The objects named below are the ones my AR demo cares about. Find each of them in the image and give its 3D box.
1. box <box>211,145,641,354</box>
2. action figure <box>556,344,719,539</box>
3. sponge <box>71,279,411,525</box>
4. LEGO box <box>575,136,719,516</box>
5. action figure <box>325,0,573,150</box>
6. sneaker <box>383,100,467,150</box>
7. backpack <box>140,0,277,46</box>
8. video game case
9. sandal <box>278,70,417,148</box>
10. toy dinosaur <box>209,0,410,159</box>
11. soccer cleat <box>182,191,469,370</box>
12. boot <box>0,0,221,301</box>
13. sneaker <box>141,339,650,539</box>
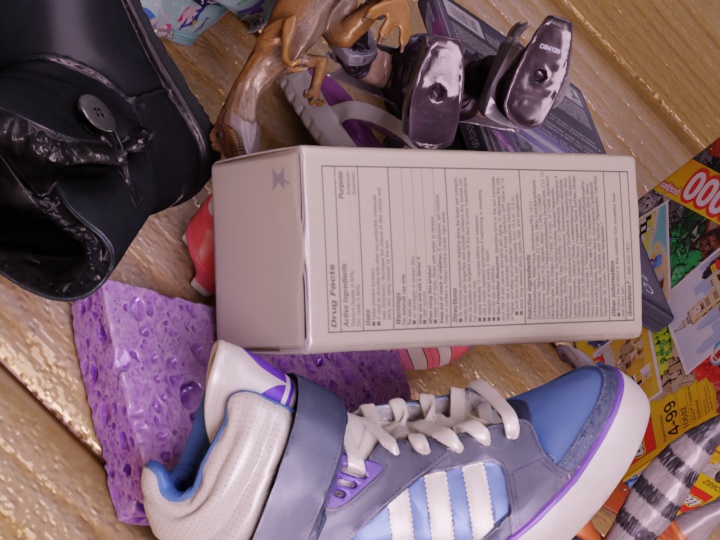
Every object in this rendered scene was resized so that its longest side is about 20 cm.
[{"bbox_3d":[0.034,-0.009,0.926,0.200,0.078,0.095,1,87,-35],"label":"box"},{"bbox_3d":[0.077,0.130,0.895,0.200,0.105,0.194,42,71,-27],"label":"action figure"},{"bbox_3d":[-0.041,0.074,0.920,0.200,0.030,0.112,15,46,-43],"label":"sponge"},{"bbox_3d":[0.205,0.038,1.155,0.077,0.149,0.200,31,36,-28],"label":"LEGO box"},{"bbox_3d":[0.050,-0.103,1.010,0.130,0.069,0.200,4,8,-9],"label":"action figure"},{"bbox_3d":[0.051,-0.043,1.128,0.090,0.066,0.200,25,36,-31],"label":"sneaker"},{"bbox_3d":[-0.084,-0.209,1.035,0.178,0.151,0.200,56,22,10],"label":"backpack"},{"bbox_3d":[0.107,-0.066,1.146,0.143,0.019,0.200,29,33,-38],"label":"video game case"},{"bbox_3d":[0.019,-0.063,1.056,0.203,0.050,0.082,50,10,37],"label":"sandal"},{"bbox_3d":[-0.014,-0.141,0.958,0.060,0.106,0.200,46,64,-24],"label":"toy dinosaur"},{"bbox_3d":[0.000,0.000,1.003,0.200,0.076,0.067,21,42,-39],"label":"soccer cleat"},{"bbox_3d":[-0.153,-0.092,0.888,0.200,0.076,0.168,55,22,-6],"label":"boot"},{"bbox_3d":[0.007,0.070,0.810,0.146,0.200,0.081,51,-1,-19],"label":"sneaker"}]
